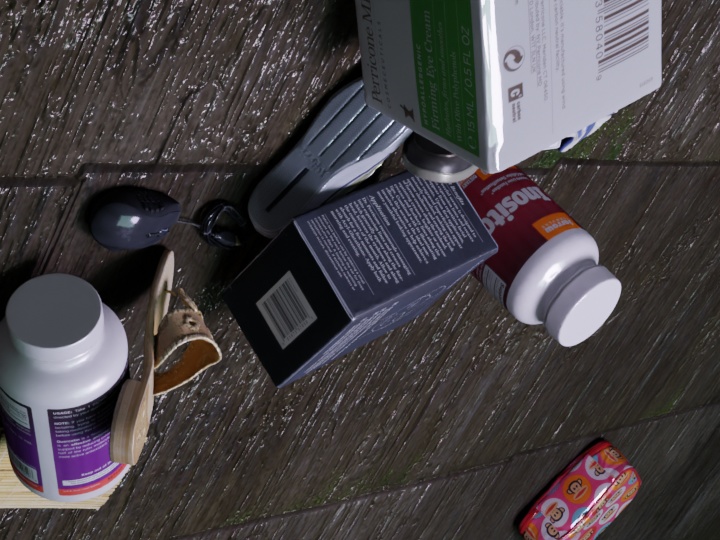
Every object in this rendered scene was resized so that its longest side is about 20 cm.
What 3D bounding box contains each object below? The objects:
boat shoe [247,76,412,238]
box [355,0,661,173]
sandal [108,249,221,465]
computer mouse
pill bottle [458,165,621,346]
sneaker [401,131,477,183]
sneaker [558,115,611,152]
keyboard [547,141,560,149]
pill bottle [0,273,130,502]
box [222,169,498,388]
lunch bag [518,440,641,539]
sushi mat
[{"bbox_3d":[-0.019,-0.106,1.439,0.199,0.072,0.062,-40,169,7],"label":"boat shoe"},{"bbox_3d":[0.118,-0.225,1.295,0.199,0.171,0.201,-27,129,-27],"label":"box"},{"bbox_3d":[-0.152,0.076,1.351,0.078,0.069,0.213,96,4,-47],"label":"sandal"},{"bbox_3d":[-0.155,-0.034,1.375,0.199,0.034,0.059,4,124,-54],"label":"computer mouse"},{"bbox_3d":[0.166,-0.021,1.629,0.112,0.200,0.114,-31,149,-22],"label":"pill bottle"},{"bbox_3d":[0.091,-0.167,1.447,0.201,0.074,0.107,-59,162,-49],"label":"sneaker"},{"bbox_3d":[0.193,-0.170,1.607,0.088,0.075,0.199,-46,149,11],"label":"sneaker"},{"bbox_3d":[0.174,-0.189,1.514,0.055,0.011,0.201,-4,136,-8],"label":"keyboard"},{"bbox_3d":[-0.246,0.096,1.342,0.112,0.112,0.201,-29,147,-26],"label":"pill bottle"},{"bbox_3d":[0.000,0.000,1.478,0.199,0.108,0.148,-24,168,-41],"label":"box"},{"bbox_3d":[0.339,0.363,2.456,0.200,0.082,0.176,-44,151,-3],"label":"lunch bag"},{"bbox_3d":[-0.286,0.186,1.506,0.096,0.012,0.199,-55,150,14],"label":"sushi mat"}]
